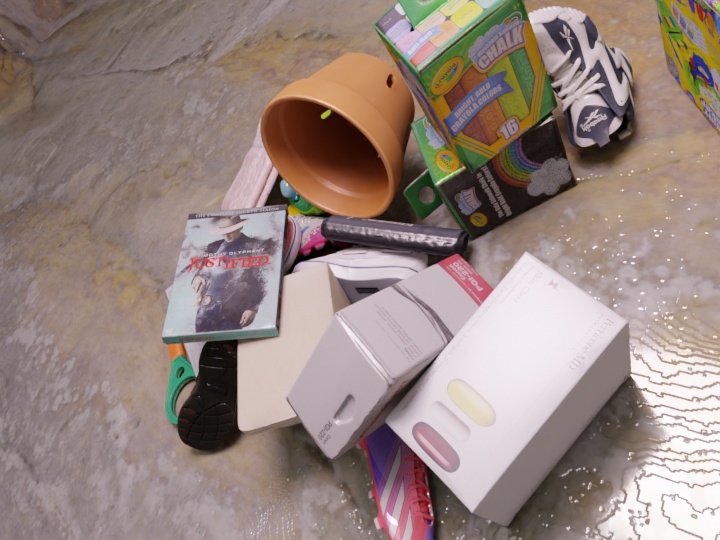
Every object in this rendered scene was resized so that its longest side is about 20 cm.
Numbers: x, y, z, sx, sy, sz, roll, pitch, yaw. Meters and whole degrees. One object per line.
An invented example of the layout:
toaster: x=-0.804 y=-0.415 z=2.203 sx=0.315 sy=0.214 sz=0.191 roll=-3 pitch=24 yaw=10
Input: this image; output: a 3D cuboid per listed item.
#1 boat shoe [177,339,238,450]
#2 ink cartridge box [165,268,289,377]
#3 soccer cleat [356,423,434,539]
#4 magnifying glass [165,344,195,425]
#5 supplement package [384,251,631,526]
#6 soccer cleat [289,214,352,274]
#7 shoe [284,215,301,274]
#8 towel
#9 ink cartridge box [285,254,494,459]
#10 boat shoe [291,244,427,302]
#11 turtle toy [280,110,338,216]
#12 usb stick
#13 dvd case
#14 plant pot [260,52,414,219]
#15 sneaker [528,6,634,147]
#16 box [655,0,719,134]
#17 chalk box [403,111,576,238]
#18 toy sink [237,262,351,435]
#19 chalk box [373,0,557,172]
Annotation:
boat shoe: x=-0.188 y=0.155 z=0.819 sx=0.074 sy=0.074 sz=0.202 roll=-75 pitch=11 yaw=-62
ink cartridge box: x=-0.186 y=0.046 z=0.914 sx=0.198 sy=0.057 sz=0.164 roll=-33 pitch=63 yaw=6
soccer cleat: x=0.047 y=0.222 z=0.649 sx=0.076 sy=0.067 sz=0.202 roll=-30 pitch=45 yaw=8
magnifying glass: x=-0.280 y=0.156 z=0.953 sx=0.079 sy=0.022 sz=0.201 roll=-39 pitch=48 yaw=8
supplement package: x=0.146 y=0.118 z=0.572 sx=0.201 sy=0.156 sz=0.110 roll=-49 pitch=56 yaw=-4
soccer cleat: x=-0.079 y=-0.055 z=0.905 sx=0.197 sy=0.070 sz=0.088 roll=-23 pitch=71 yaw=23
shoe: x=-0.166 y=-0.003 z=0.843 sx=0.071 sy=0.091 sz=0.201 roll=39 pitch=91 yaw=29
towel: x=-0.173 y=-0.168 z=1.011 sx=0.194 sy=0.032 sz=0.200 roll=-66 pitch=24 yaw=3
ink cartridge box: x=0.038 y=0.083 z=0.616 sx=0.085 sy=0.198 sz=0.147 roll=46 pitch=132 yaw=18
boat shoe: x=0.000 y=0.000 z=0.830 sx=0.196 sy=0.074 sz=0.066 roll=5 pitch=55 yaw=24
turtle toy: x=-0.067 y=-0.173 z=0.962 sx=0.143 sy=0.101 sz=0.204 roll=-18 pitch=52 yaw=24
usb stick: x=0.043 y=-0.047 z=0.789 sx=0.196 sy=0.033 sz=0.055 roll=9 pitch=23 yaw=23
dvd case: x=-0.168 y=0.000 z=0.781 sx=0.142 sy=0.022 sz=0.203 roll=-4 pitch=50 yaw=5
plant pot: x=-0.016 y=-0.190 z=0.810 sx=0.197 sy=0.201 sz=0.141 roll=7 pitch=53 yaw=37
sneaker: x=0.257 y=-0.213 z=0.712 sx=0.079 sy=0.197 sz=0.132 roll=-26 pitch=58 yaw=42
box: x=0.401 y=-0.250 z=0.621 sx=0.120 sy=0.193 sz=0.203 roll=-25 pitch=50 yaw=18
chalk box: x=0.147 y=-0.139 z=0.773 sx=0.197 sy=0.125 sz=0.126 roll=-27 pitch=49 yaw=16
toy sink: x=-0.071 y=0.116 z=0.755 sx=0.128 sy=0.113 sz=0.203 roll=-19 pitch=48 yaw=9
chalk box: x=0.105 y=-0.233 z=0.641 sx=0.124 sy=0.200 sz=0.125 roll=-36 pitch=47 yaw=9
